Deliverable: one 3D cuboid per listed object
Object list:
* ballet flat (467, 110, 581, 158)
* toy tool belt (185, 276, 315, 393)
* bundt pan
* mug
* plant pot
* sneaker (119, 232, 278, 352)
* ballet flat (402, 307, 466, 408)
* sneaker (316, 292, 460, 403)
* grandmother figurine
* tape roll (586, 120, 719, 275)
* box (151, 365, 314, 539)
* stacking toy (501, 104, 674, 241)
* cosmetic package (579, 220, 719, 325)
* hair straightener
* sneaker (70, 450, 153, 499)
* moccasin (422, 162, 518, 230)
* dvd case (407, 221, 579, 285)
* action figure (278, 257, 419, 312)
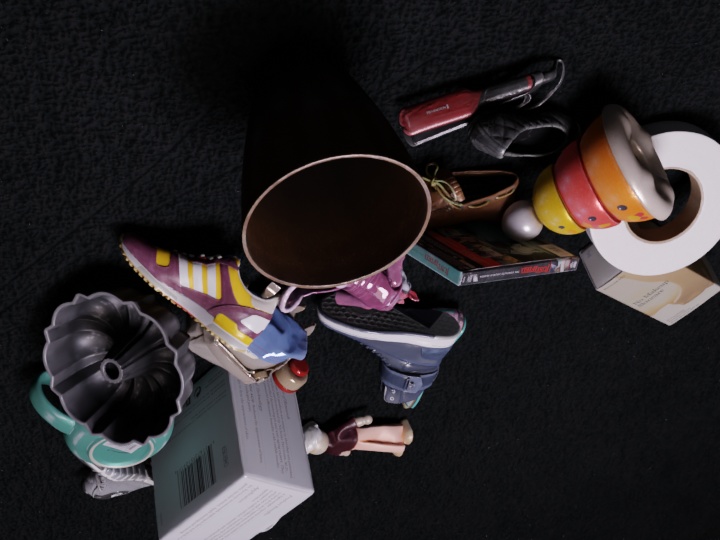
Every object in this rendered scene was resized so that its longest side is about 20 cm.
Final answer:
[{"bbox_3d":[0.195,-0.147,1.197,0.198,0.057,0.067,-7,144,-46],"label":"ballet flat"},{"bbox_3d":[-0.120,0.081,1.338,0.199,0.126,0.123,31,125,-31],"label":"toy tool belt"},{"bbox_3d":[-0.287,0.109,1.284,0.201,0.203,0.076,-39,-179,29],"label":"bundt pan"},{"bbox_3d":[-0.344,0.198,1.412,0.182,0.116,0.153,-9,143,-10],"label":"mug"},{"bbox_3d":[-0.043,-0.119,1.047,0.184,0.202,0.188,-10,143,-8],"label":"plant pot"},{"bbox_3d":[-0.190,0.005,1.229,0.199,0.075,0.090,39,85,-8],"label":"sneaker"},{"bbox_3d":[0.085,0.123,1.533,0.070,0.070,0.201,18,130,-13],"label":"ballet flat"},{"bbox_3d":[0.022,0.112,1.445,0.199,0.078,0.147,14,131,-11],"label":"sneaker"},{"bbox_3d":[-0.014,0.271,1.685,0.197,0.061,0.122,1,132,-26],"label":"grandmother figurine"},{"bbox_3d":[0.380,-0.090,1.325,0.199,0.037,0.206,-3,119,-6],"label":"tape roll"},{"bbox_3d":[-0.189,0.265,1.488,0.130,0.202,0.198,25,127,-40],"label":"box"},{"bbox_3d":[0.256,-0.090,1.236,0.199,0.148,0.145,-29,142,29],"label":"stacking toy"},{"bbox_3d":[0.416,0.000,1.487,0.198,0.072,0.105,20,130,-39],"label":"cosmetic package"},{"bbox_3d":[0.139,-0.189,1.177,0.197,0.041,0.077,-24,164,0],"label":"hair straightener"},{"bbox_3d":[-0.392,0.302,1.564,0.114,0.076,0.200,-27,143,18],"label":"sneaker"},{"bbox_3d":[0.101,-0.091,1.245,0.198,0.074,0.078,-1,139,-22],"label":"moccasin"},{"bbox_3d":[0.147,-0.027,1.259,0.198,0.145,0.022,-8,118,-37],"label":"dvd case"},{"bbox_3d":[0.000,0.000,1.275,0.198,0.150,0.134,29,120,-27],"label":"action figure"}]
